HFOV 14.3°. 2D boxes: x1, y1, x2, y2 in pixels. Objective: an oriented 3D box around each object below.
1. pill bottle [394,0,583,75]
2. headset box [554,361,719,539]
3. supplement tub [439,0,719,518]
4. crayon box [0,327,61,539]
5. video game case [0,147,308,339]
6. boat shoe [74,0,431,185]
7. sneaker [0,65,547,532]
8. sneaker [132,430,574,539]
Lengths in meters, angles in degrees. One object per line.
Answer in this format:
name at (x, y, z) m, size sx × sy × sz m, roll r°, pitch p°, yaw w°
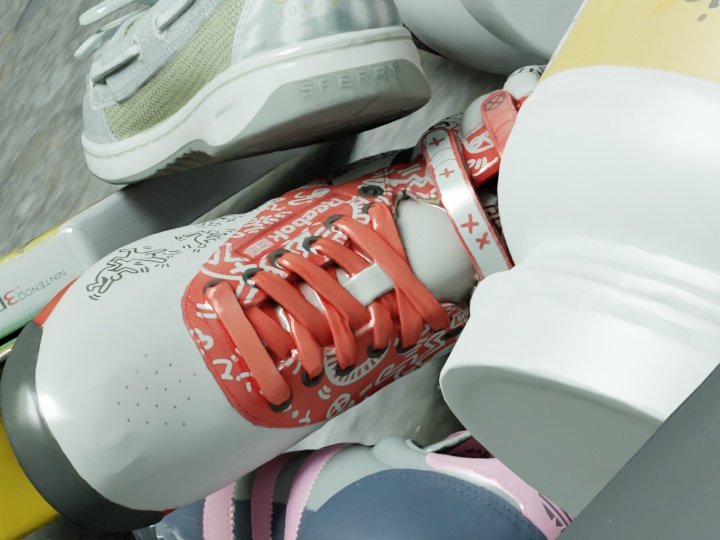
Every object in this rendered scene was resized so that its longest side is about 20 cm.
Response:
pill bottle at (0.039, -0.117, 0.869) m, size 0.110 × 0.109 × 0.200 m, roll -55°, pitch 23°, yaw -2°
headset box at (0.071, 0.123, 0.356) m, size 0.174 × 0.200 × 0.093 m, roll -49°, pitch 23°, yaw 14°
supplement tub at (0.115, -0.035, 0.558) m, size 0.200 × 0.145 × 0.145 m, roll -61°, pitch 23°, yaw -14°
crayon box at (-0.121, 0.057, 0.881) m, size 0.125 × 0.052 × 0.200 m, roll -29°, pitch 3°, yaw 6°
video game case at (-0.110, 0.002, 0.957) m, size 0.182 × 0.023 × 0.200 m, roll -28°, pitch 4°, yaw 29°
boat shoe at (-0.037, -0.064, 0.822) m, size 0.202 × 0.074 × 0.065 m, roll 173°, pitch 85°, yaw -74°
sneaker at (0.000, -0.001, 0.746) m, size 0.108 × 0.067 × 0.201 m, roll -30°, pitch -3°, yaw 36°
sneaker at (0.000, 0.075, 0.761) m, size 0.082 × 0.070 × 0.200 m, roll -36°, pitch 16°, yaw -17°
